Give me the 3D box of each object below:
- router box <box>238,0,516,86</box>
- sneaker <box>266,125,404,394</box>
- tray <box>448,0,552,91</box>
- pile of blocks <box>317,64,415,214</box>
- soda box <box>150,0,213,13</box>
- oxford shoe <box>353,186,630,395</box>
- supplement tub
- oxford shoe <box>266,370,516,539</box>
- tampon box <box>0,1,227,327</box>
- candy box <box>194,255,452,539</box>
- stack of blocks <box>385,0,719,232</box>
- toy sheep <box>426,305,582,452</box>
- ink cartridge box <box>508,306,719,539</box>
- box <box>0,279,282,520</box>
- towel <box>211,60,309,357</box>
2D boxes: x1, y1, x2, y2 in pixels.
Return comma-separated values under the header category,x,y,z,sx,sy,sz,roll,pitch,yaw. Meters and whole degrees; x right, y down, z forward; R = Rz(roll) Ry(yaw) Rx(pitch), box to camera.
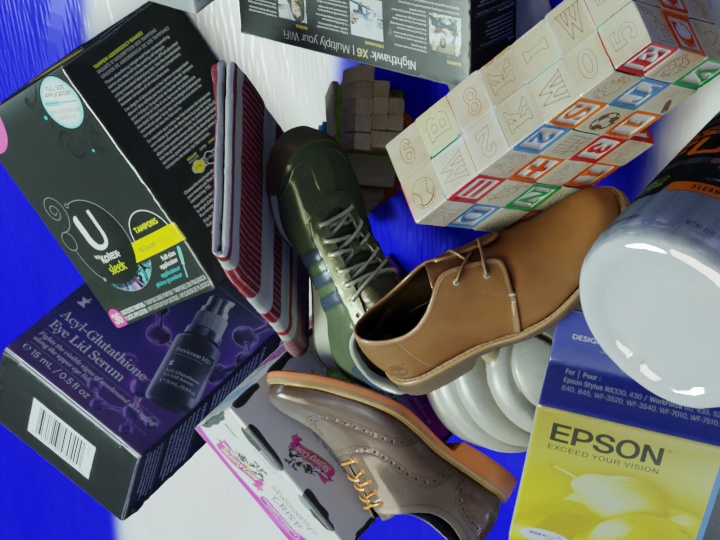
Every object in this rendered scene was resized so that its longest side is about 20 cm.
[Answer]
category,x,y,z,sx,sy,sz,roll,pitch,yaw
router box,0.006,-0.215,1.222,0.200,0.052,0.158,19,122,35
sneaker,0.000,0.000,1.295,0.090,0.067,0.200,31,143,47
tray,0.085,-0.148,1.263,0.107,0.022,0.200,4,126,41
pile of blocks,0.004,-0.085,1.380,0.062,0.082,0.200,4,155,-14
soda box,-0.181,-0.250,1.390,0.200,0.063,0.068,20,135,30
oxford shoe,0.082,0.006,1.216,0.200,0.071,0.071,-36,132,17
supplement tub,0.224,-0.023,1.094,0.122,0.200,0.123,25,138,26
oxford shoe,0.015,0.134,1.354,0.200,0.073,0.071,29,165,-11
tampon box,-0.169,-0.083,1.478,0.150,0.126,0.200,-22,107,50
candy box,-0.008,0.102,1.431,0.136,0.200,0.061,51,142,-5
stack of blocks,0.127,-0.100,1.173,0.200,0.115,0.059,-37,63,35
toy sheep,0.107,0.063,1.345,0.138,0.138,0.200,56,158,-13
ink cartridge box,0.208,0.127,1.259,0.197,0.047,0.200,12,137,7
box,-0.180,0.080,1.576,0.148,0.200,0.104,36,141,12
towel,-0.068,-0.039,1.300,0.023,0.144,0.200,-5,159,12
